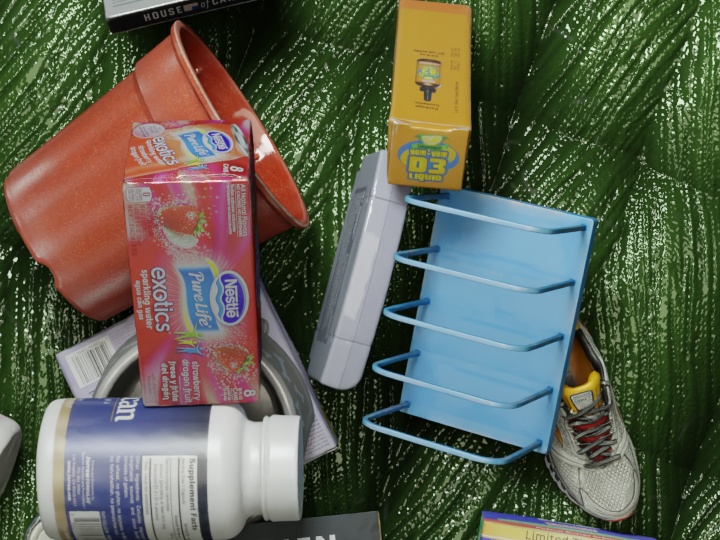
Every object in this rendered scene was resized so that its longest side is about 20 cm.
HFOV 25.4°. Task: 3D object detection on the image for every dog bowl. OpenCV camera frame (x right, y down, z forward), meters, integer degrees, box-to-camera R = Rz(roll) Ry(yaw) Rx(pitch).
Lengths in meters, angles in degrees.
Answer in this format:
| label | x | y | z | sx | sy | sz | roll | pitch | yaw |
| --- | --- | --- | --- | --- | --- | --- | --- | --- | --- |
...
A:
| label | x | y | z | sx | sy | sz | roll | pitch | yaw |
| --- | --- | --- | --- | --- | --- | --- | --- | --- | --- |
| dog bowl | -0.137 | 0.136 | 1.339 | 0.199 | 0.059 | 0.202 | 0 | 89 | 2 |

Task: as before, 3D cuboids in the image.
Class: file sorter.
| label | x | y | z | sx | sy | sz | roll | pitch | yaw |
| --- | --- | --- | --- | --- | --- | --- | --- | --- | --- |
| file sorter | 0.092 | 0.044 | 1.304 | 0.138 | 0.123 | 0.201 | 14 | 100 | 24 |

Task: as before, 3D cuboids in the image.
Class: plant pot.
| label | x | y | z | sx | sy | sz | roll | pitch | yaw |
| --- | --- | --- | --- | --- | --- | --- | --- | --- | --- |
| plant pot | -0.177 | -0.070 | 1.335 | 0.195 | 0.201 | 0.201 | -32 | 89 | 7 |

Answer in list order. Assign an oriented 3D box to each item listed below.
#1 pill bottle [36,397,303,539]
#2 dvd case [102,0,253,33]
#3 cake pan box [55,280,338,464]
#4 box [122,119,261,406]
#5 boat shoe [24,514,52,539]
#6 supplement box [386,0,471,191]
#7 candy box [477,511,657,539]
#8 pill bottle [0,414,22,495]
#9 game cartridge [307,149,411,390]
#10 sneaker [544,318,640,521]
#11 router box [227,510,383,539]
| label | x | y | z | sx | sy | sz | roll | pitch | yaw |
| --- | --- | --- | --- | --- | --- | --- | --- | --- | --- |
| pill bottle | -0.145 | 0.155 | 1.254 | 0.198 | 0.111 | 0.112 | 0 | 88 | 1 |
| dvd case | -0.154 | -0.295 | 1.365 | 0.149 | 0.025 | 0.201 | -14 | 56 | -1 |
| cake pan box | -0.144 | 0.115 | 1.393 | 0.199 | 0.052 | 0.185 | -28 | 87 | -1 |
| box | -0.125 | -0.005 | 1.219 | 0.095 | 0.100 | 0.201 | -1 | 122 | -2 |
| boat shoe | -0.235 | 0.301 | 1.380 | 0.075 | 0.062 | 0.201 | -29 | 97 | -16 |
| supplement box | 0.057 | -0.149 | 1.328 | 0.066 | 0.201 | 0.069 | 6 | 126 | 0 |
| candy box | 0.170 | 0.320 | 1.372 | 0.168 | 0.077 | 0.201 | 9 | 87 | 1 |
| pill bottle | -0.400 | 0.143 | 1.362 | 0.199 | 0.112 | 0.113 | 23 | 89 | 1 |
| game cartridge | 0.000 | 0.000 | 1.353 | 0.040 | 0.133 | 0.201 | 15 | 89 | -5 |
| sneaker | 0.185 | 0.122 | 1.374 | 0.077 | 0.082 | 0.201 | -23 | 89 | 0 |
| router box | -0.076 | 0.266 | 1.334 | 0.198 | 0.158 | 0.053 | -5 | 56 | -1 |
